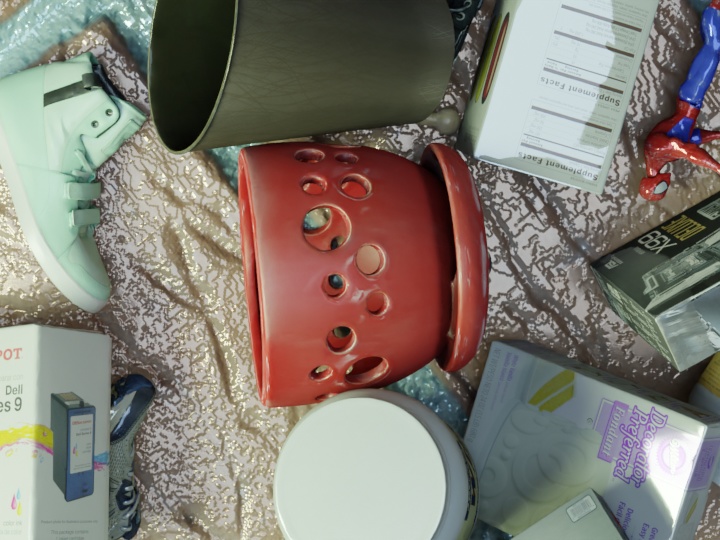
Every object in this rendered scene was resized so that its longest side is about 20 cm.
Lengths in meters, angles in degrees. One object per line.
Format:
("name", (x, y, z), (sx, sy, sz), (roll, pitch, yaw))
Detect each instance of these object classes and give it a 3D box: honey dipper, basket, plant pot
("honey dipper", (-0.015, -0.133, 1.150), (0.197, 0.038, 0.039), (8, 97, -8))
("basket", (-0.040, -0.169, 1.051), (0.197, 0.137, 0.182), (-1, 130, -32))
("plant pot", (0.000, 0.000, 1.087), (0.179, 0.200, 0.204), (-3, 98, -8))

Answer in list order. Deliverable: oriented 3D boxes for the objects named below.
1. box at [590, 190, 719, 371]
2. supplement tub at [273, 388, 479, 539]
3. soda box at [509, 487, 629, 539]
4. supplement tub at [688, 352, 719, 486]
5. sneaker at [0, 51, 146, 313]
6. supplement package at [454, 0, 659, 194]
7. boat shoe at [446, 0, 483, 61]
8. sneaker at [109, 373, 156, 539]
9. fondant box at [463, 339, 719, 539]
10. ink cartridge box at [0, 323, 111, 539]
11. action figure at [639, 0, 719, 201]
("box", (0.279, -0.003, 1.096), (0.156, 0.200, 0.050), (-29, 102, 2))
("supplement tub", (0.014, 0.166, 1.056), (0.143, 0.200, 0.148), (-1, 80, 8))
("soda box", (0.113, 0.247, 1.060), (0.199, 0.068, 0.064), (-35, 68, 7))
("supplement tub", (0.359, 0.095, 1.140), (0.144, 0.145, 0.202), (32, 96, -6))
("sneaker", (-0.217, -0.074, 1.124), (0.117, 0.074, 0.203), (-21, 96, 7))
("supplement package", (0.158, -0.175, 1.110), (0.108, 0.114, 0.203), (15, 96, -6))
("boat shoe", (0.068, -0.236, 1.121), (0.074, 0.066, 0.202), (21, 97, -7))
("sneaker", (-0.214, 0.178, 1.169), (0.084, 0.077, 0.201), (29, 104, -13))
("fondant box", (0.180, 0.156, 1.131), (0.198, 0.058, 0.146), (20, 98, 32))
("ink cartridge box", (-0.273, 0.149, 1.094), (0.144, 0.087, 0.203), (-6, 78, 34))
("action figure", (0.297, -0.140, 1.141), (0.098, 0.065, 0.202), (27, 96, 11))
